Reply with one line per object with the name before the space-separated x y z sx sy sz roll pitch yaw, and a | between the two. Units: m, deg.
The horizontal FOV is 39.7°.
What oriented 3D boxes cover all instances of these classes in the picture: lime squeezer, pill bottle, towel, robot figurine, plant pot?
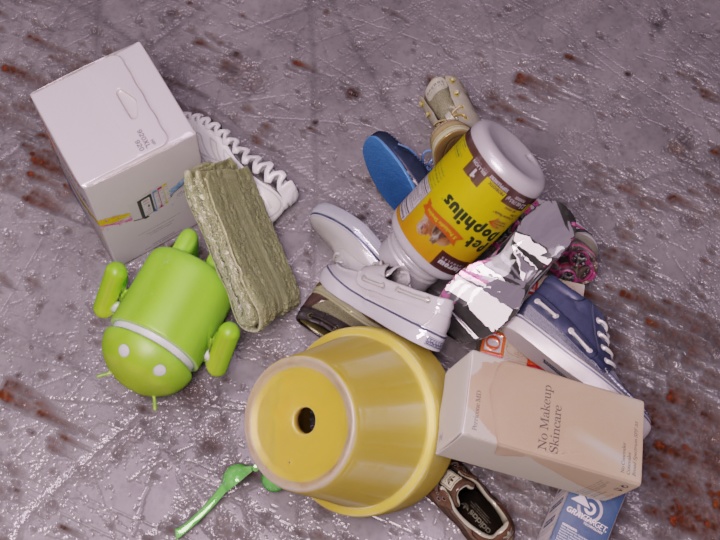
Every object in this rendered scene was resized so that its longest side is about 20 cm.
lime squeezer | -0.112 0.250 1.118 0.195 0.038 0.072 -6 66 -7
pill bottle | 0.110 -0.067 1.143 0.108 0.200 0.110 31 31 -21
towel | -0.138 -0.034 1.167 0.036 0.148 0.203 -23 93 21
robot figurine | -0.222 0.056 1.156 0.173 0.116 0.202 27 68 0
plant pot | -0.019 0.157 1.040 0.197 0.188 0.206 -3 82 25

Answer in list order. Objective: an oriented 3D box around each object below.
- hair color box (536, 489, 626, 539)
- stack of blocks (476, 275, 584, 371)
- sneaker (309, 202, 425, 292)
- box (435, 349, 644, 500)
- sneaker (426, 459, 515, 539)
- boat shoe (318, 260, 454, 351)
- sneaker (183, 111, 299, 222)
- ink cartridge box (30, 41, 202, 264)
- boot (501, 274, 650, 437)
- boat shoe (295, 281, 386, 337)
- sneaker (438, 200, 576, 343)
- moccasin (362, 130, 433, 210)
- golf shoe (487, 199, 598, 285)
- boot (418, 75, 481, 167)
hair color box | 0.225 0.298 1.078 0.060 0.100 0.202 26 67 8
stack of blocks | 0.194 0.106 1.185 0.113 0.059 0.204 13 66 3
sneaker | 0.000 0.000 1.215 0.071 0.073 0.200 -40 74 -22
box | 0.183 0.160 1.016 0.196 0.078 0.097 16 63 -12
sneaker | 0.097 0.230 1.115 0.199 0.076 0.070 40 70 14
boat shoe | 0.032 0.024 1.115 0.198 0.073 0.066 29 95 41
sneaker | -0.175 -0.129 1.269 0.199 0.075 0.082 36 78 13
ink cartridge box | -0.280 -0.135 1.192 0.143 0.201 0.148 -29 69 -15
boot | 0.261 0.093 1.121 0.199 0.073 0.090 41 75 15
boat shoe | 0.008 0.094 1.180 0.199 0.074 0.065 37 74 23
sneaker | 0.171 0.010 1.154 0.199 0.086 0.081 -39 80 2
moccasin | 0.082 -0.097 1.270 0.068 0.080 0.201 -37 89 -32
golf shoe | 0.206 -0.055 1.241 0.197 0.073 0.093 29 37 -11
boot | 0.115 -0.179 1.244 0.071 0.199 0.157 -29 65 17
